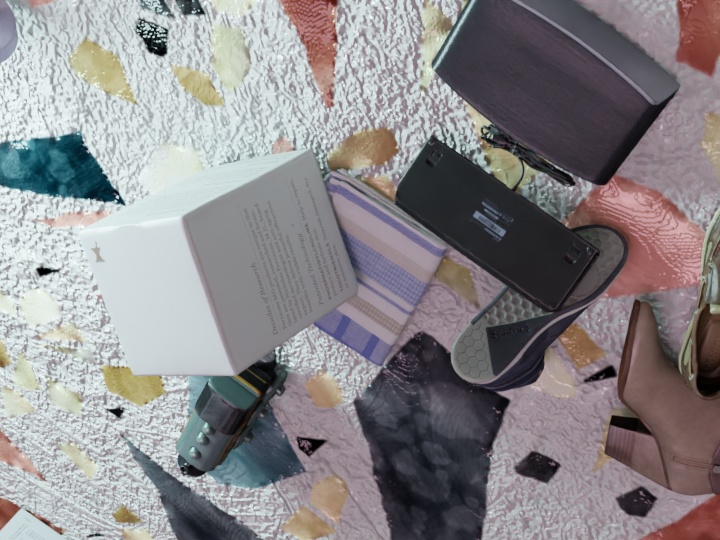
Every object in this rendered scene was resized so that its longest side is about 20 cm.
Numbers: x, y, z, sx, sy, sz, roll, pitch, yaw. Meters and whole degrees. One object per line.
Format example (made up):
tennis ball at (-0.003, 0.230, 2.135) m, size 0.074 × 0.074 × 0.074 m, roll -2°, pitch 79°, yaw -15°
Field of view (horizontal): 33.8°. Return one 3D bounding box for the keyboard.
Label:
keyboard at (0.138, -0.064, 1.116) m, size 0.200 × 0.021 × 0.127 m, roll 37°, pitch 98°, yaw 17°

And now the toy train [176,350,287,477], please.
toy train at (-0.162, 0.169, 1.419) m, size 0.085 × 0.114 × 0.200 m, roll 38°, pitch 130°, yaw 5°

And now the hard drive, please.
hard drive at (0.166, -0.171, 1.057) m, size 0.200 × 0.042 × 0.135 m, roll 36°, pitch 128°, yaw 5°

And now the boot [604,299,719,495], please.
boot at (0.322, 0.130, 1.153) m, size 0.146 × 0.070 × 0.200 m, roll 11°, pitch 121°, yaw 14°

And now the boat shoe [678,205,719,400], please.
boat shoe at (0.333, 0.024, 1.043) m, size 0.075 × 0.075 × 0.203 m, roll 11°, pitch 112°, yaw 11°

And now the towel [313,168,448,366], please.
towel at (0.000, 0.000, 1.277) m, size 0.147 × 0.024 × 0.200 m, roll 33°, pitch 130°, yaw 9°

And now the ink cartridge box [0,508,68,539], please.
ink cartridge box at (-0.534, 0.476, 1.850) m, size 0.175 × 0.084 × 0.200 m, roll 32°, pitch 130°, yaw 8°

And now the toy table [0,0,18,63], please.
toy table at (-0.462, -0.312, 1.263) m, size 0.200 × 0.184 × 0.117 m, roll 19°, pitch 144°, yaw 8°

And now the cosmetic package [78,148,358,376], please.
cosmetic package at (-0.142, -0.008, 1.217) m, size 0.167 × 0.200 × 0.167 m, roll -4°, pitch 110°, yaw 42°

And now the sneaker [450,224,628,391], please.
sneaker at (0.180, 0.042, 1.171) m, size 0.202 × 0.146 × 0.077 m, roll -40°, pitch 70°, yaw 2°
